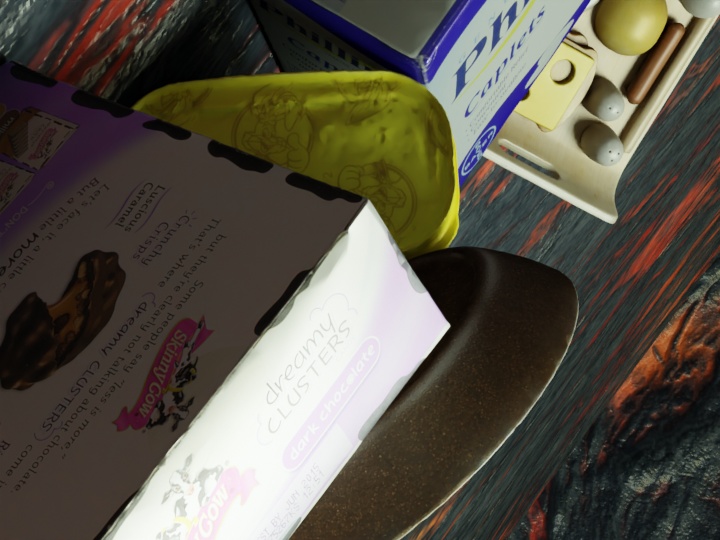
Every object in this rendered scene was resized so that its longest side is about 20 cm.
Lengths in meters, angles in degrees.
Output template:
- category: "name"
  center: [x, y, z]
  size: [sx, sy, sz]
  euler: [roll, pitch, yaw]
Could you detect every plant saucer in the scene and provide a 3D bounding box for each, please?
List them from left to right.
- category: "plant saucer"
  center: [-0.005, 0.054, 0.820]
  size: [0.200, 0.035, 0.200]
  euler: [-36, -162, 13]

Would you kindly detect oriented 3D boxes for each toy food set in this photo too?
- category: "toy food set"
  center: [0.152, -0.143, 1.296]
  size: [0.201, 0.143, 0.060]
  euler: [-59, -156, 13]

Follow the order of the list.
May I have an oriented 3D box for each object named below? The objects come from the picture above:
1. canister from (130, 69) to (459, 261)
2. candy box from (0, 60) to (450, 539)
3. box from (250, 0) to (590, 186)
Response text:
- category: "canister"
  center: [-0.029, -0.015, 0.974]
  size: [0.200, 0.147, 0.087]
  euler: [84, 3, -74]
- category: "candy box"
  center: [-0.098, 0.032, 0.707]
  size: [0.168, 0.199, 0.072]
  euler: [-51, 136, -17]
- category: "box"
  center: [0.047, -0.159, 0.986]
  size: [0.184, 0.105, 0.200]
  euler: [-55, 166, -7]
